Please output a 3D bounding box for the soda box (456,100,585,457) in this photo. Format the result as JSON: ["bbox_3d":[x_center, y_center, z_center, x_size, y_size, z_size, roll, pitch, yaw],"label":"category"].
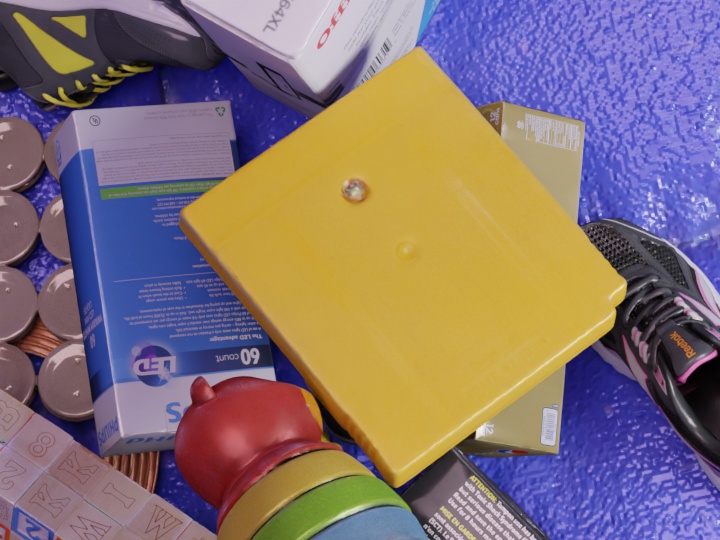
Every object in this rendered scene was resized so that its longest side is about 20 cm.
[{"bbox_3d":[0.081,0.006,1.682,0.064,0.068,0.201,12,78,-32],"label":"soda box"}]

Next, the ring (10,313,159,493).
[{"bbox_3d":[-0.218,0.115,1.758,0.199,0.019,0.202,-2,79,11],"label":"ring"}]

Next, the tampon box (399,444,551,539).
[{"bbox_3d":[0.037,0.221,1.617,0.200,0.150,0.126,-45,73,0],"label":"tampon box"}]

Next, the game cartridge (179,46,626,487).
[{"bbox_3d":[0.026,-0.004,1.600,0.176,0.032,0.200,-35,72,-15],"label":"game cartridge"}]

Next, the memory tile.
[{"bbox_3d":[-0.221,-0.001,1.766,0.152,0.017,0.201,-3,70,8],"label":"memory tile"}]

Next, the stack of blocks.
[{"bbox_3d":[-0.176,0.154,1.667,0.199,0.115,0.059,32,55,13],"label":"stack of blocks"}]

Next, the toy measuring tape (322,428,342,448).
[{"bbox_3d":[-0.034,0.160,1.651,0.073,0.074,0.200,-3,36,11],"label":"toy measuring tape"}]

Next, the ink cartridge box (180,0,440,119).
[{"bbox_3d":[-0.016,-0.175,1.681,0.084,0.200,0.146,29,85,15],"label":"ink cartridge box"}]

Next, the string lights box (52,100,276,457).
[{"bbox_3d":[-0.117,0.004,1.718,0.102,0.059,0.201,-4,76,-21],"label":"string lights box"}]

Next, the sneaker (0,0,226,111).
[{"bbox_3d":[-0.163,-0.135,1.764,0.199,0.074,0.085,13,94,36],"label":"sneaker"}]

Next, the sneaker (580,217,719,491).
[{"bbox_3d":[0.189,0.044,1.655,0.080,0.086,0.200,-41,72,-1],"label":"sneaker"}]

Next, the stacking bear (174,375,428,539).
[{"bbox_3d":[-0.026,0.137,1.523,0.114,0.122,0.200,-36,60,-5],"label":"stacking bear"}]

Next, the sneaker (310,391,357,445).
[{"bbox_3d":[0.000,0.000,1.690,0.076,0.114,0.201,8,82,14],"label":"sneaker"}]
